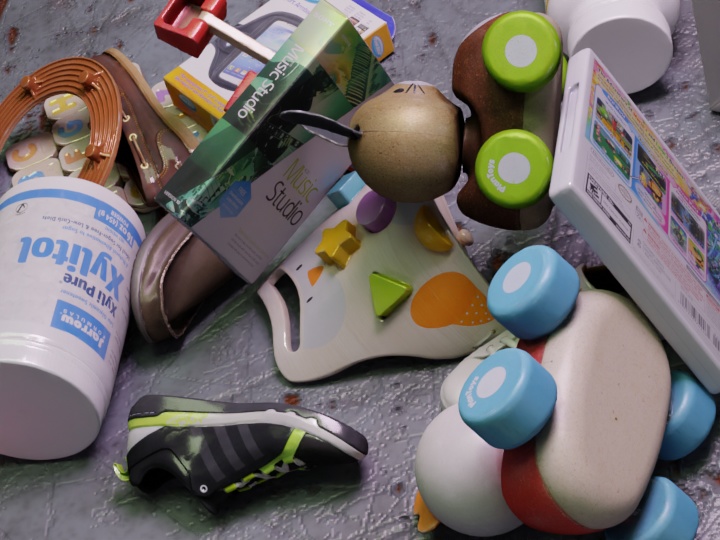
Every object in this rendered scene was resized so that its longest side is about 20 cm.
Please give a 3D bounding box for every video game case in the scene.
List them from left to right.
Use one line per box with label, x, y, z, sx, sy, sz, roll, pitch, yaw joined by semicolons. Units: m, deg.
video game case;0.204;-0.037;1.324;0.024;0.200;0.182;-29;26;28

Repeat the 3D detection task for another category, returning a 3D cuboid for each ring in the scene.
ring;-0.287;-0.101;1.654;0.200;0.019;0.201;-21;55;33

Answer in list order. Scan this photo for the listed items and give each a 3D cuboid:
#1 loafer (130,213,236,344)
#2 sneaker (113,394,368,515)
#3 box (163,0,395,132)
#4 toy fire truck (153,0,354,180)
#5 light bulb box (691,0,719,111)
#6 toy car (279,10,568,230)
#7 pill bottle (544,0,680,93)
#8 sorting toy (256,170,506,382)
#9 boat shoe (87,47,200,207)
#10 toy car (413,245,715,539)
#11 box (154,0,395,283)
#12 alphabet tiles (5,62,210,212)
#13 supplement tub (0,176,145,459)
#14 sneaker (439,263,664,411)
loafer;-0.123;-0.023;1.539;0.071;0.073;0.200;8;53;27
sneaker;-0.088;0.144;1.392;0.200;0.072;0.083;2;74;24
box;-0.065;-0.194;1.696;0.200;0.041;0.119;-40;50;-16
toy fire truck;-0.068;-0.152;1.556;0.200;0.141;0.049;26;70;15
light bulb box;0.358;-0.250;1.480;0.125;0.198;0.200;17;58;30
toy car;0.047;-0.112;1.361;0.200;0.164;0.158;3;89;9
pill bottle;0.211;-0.246;1.593;0.112;0.112;0.200;-12;46;10
sorting toy;0.000;0.000;1.474;0.180;0.107;0.200;-35;43;14
boat shoe;-0.204;-0.127;1.650;0.070;0.070;0.200;-28;46;-15
toy car;0.106;0.113;1.291;0.200;0.184;0.177;-24;36;41
box;-0.058;-0.097;1.453;0.036;0.144;0.200;36;85;28
alphabet tiles;-0.228;-0.114;1.708;0.195;0.015;0.200;-23;45;0
supplement tub;-0.250;0.035;1.494;0.132;0.132;0.200;-7;47;15
sneaker;0.140;0.041;1.373;0.200;0.085;0.073;-29;47;-5
